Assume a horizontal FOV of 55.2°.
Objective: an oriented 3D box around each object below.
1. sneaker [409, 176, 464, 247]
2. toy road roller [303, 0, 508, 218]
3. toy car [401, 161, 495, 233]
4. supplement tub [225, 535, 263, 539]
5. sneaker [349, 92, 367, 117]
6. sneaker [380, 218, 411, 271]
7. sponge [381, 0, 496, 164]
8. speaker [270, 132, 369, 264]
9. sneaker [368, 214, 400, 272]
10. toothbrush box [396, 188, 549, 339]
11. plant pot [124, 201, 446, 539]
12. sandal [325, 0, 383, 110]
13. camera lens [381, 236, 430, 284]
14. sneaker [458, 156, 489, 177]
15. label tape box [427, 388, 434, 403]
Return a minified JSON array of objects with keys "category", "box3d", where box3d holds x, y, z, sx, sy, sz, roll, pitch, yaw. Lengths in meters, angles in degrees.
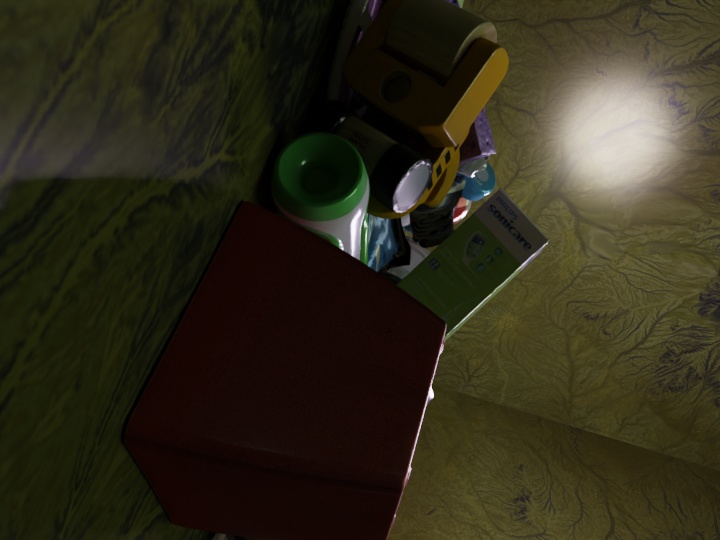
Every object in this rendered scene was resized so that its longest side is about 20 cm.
[{"category":"sneaker","box3d":[0.094,-0.072,0.859,0.200,0.076,0.086,-35,121,-81]},{"category":"toy road roller","box3d":[0.053,-0.146,0.669,0.201,0.123,0.146,-56,155,6]},{"category":"toy car","box3d":[0.063,-0.137,1.045,0.199,0.178,0.184,-20,176,-37]},{"category":"supplement tub","box3d":[-0.056,0.205,0.737,0.144,0.143,0.202,-33,139,-79]},{"category":"sneaker","box3d":[0.009,-0.143,0.837,0.201,0.070,0.081,81,22,-55]},{"category":"sneaker","box3d":[0.000,0.000,0.861,0.076,0.114,0.203,39,67,-82]},{"category":"sponge","box3d":[0.072,-0.208,0.728,0.030,0.111,0.202,-16,93,-36]},{"category":"speaker","box3d":[-0.034,-0.036,0.639,0.201,0.088,0.089,91,16,-63]},{"category":"sneaker","box3d":[0.006,-0.009,0.792,0.078,0.088,0.202,26,-72,54]},{"category":"toothbrush box","box3d":[0.124,0.009,0.839,0.200,0.086,0.146,-42,170,7]},{"category":"plant pot","box3d":[-0.038,0.101,0.537,0.201,0.174,0.201,96,11,-55]},{"category":"sandal","box3d":[0.005,-0.221,0.697,0.082,0.049,0.205,-13,118,-82]},{"category":"camera lens","box3d":[0.041,0.040,1.088,0.200,0.158,0.162,-57,161,-67]},{"category":"sneaker","box3d":[0.133,-0.184,0.929,0.076,0.092,0.201,-46,-165,34]},{"category":"label tape box","box3d":[0.028,0.186,0.913,0.143,0.066,0.201,-44,148,-14]}]
